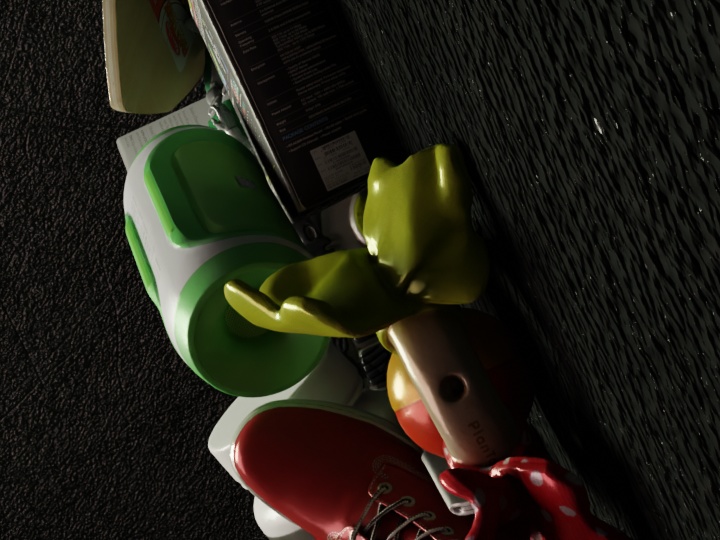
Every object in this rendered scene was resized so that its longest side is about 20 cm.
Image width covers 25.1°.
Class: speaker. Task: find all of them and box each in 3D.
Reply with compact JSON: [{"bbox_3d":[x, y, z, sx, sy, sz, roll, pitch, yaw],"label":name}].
[{"bbox_3d":[-0.075,-0.011,0.863,0.200,0.088,0.089,-124,10,-61],"label":"speaker"}]

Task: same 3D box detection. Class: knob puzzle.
[{"bbox_3d":[-0.142,-0.197,1.107,0.220,0.030,0.221,10,-90,-75],"label":"knob puzzle"}]

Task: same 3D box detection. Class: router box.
[{"bbox_3d":[-0.042,-0.108,0.905,0.151,0.062,0.200,64,176,-2],"label":"router box"}]

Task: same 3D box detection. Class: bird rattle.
[{"bbox_3d":[0.049,0.049,0.670,0.200,0.112,0.163,52,-174,6],"label":"bird rattle"}]

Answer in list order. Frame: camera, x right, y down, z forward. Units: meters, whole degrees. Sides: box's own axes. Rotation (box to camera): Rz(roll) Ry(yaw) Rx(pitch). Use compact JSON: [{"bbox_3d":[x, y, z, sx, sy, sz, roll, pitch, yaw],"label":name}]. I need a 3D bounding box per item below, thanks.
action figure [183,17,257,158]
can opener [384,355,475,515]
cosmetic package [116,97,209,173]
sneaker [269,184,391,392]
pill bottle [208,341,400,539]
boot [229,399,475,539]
[{"bbox_3d":[-0.082,-0.088,1.088,0.118,0.054,0.201,133,131,-60],"label":"action figure"},{"bbox_3d":[0.058,0.095,0.858,0.200,0.053,0.067,-123,10,-74],"label":"can opener"},{"bbox_3d":[-0.256,-0.152,2.570,0.165,0.199,0.166,-121,7,-56],"label":"cosmetic package"},{"bbox_3d":[0.000,0.000,1.037,0.080,0.077,0.201,43,-149,-75],"label":"sneaker"},{"bbox_3d":[0.009,0.145,0.963,0.200,0.114,0.114,49,180,-12],"label":"pill bottle"},{"bbox_3d":[0.022,0.134,0.826,0.199,0.073,0.144,27,-173,-2],"label":"boot"}]
